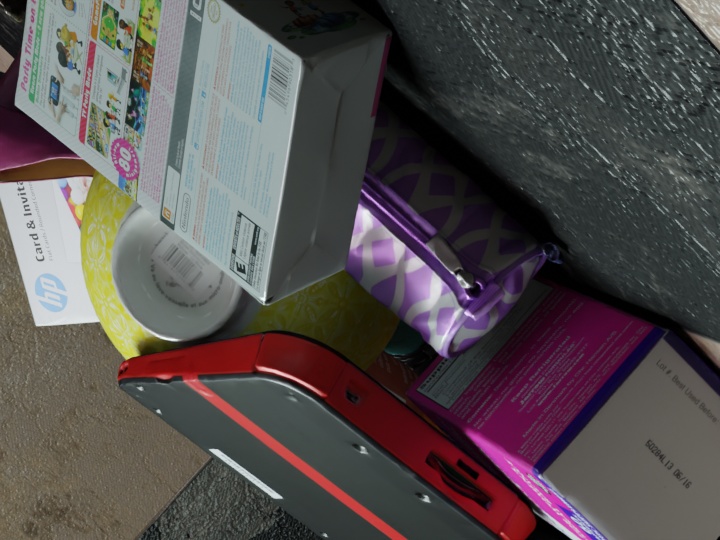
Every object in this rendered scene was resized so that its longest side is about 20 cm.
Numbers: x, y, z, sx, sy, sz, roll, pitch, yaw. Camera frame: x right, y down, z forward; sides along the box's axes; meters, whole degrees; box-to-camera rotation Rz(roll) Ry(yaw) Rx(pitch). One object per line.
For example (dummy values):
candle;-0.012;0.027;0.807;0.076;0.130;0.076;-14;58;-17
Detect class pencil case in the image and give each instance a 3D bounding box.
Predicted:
pencil case;0.005;-0.040;1.313;0.200;0.084;0.085;41;-168;13

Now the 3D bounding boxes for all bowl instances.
bowl;-0.080;-0.010;1.403;0.200;0.200;0.108;41;-159;11

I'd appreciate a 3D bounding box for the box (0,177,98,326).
box;-0.140;-0.049;1.593;0.199;0.041;0.157;-4;107;35

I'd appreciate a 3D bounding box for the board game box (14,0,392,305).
board game box;-0.083;-0.100;1.248;0.200;0.064;0.148;38;134;30

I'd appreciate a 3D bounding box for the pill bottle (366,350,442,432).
pill bottle;-0.004;0.105;1.623;0.200;0.112;0.112;33;179;-30

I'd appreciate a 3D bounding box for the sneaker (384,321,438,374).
sneaker;0.045;0.049;1.695;0.200;0.084;0.121;42;-177;16

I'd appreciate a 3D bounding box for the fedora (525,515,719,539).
fedora;0.159;0.186;1.435;0.200;0.092;0.201;4;-169;-1

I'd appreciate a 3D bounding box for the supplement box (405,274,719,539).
supplement box;0.120;0.079;1.337;0.101;0.103;0.200;44;175;-20

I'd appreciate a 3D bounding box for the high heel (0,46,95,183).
high heel;-0.162;-0.051;1.521;0.200;0.096;0.067;33;177;33

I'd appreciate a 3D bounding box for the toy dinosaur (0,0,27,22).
toy dinosaur;-0.132;-0.155;1.400;0.200;0.102;0.077;35;-169;-35

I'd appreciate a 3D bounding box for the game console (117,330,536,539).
game console;-0.017;0.099;1.380;0.200;0.031;0.177;40;155;-27
